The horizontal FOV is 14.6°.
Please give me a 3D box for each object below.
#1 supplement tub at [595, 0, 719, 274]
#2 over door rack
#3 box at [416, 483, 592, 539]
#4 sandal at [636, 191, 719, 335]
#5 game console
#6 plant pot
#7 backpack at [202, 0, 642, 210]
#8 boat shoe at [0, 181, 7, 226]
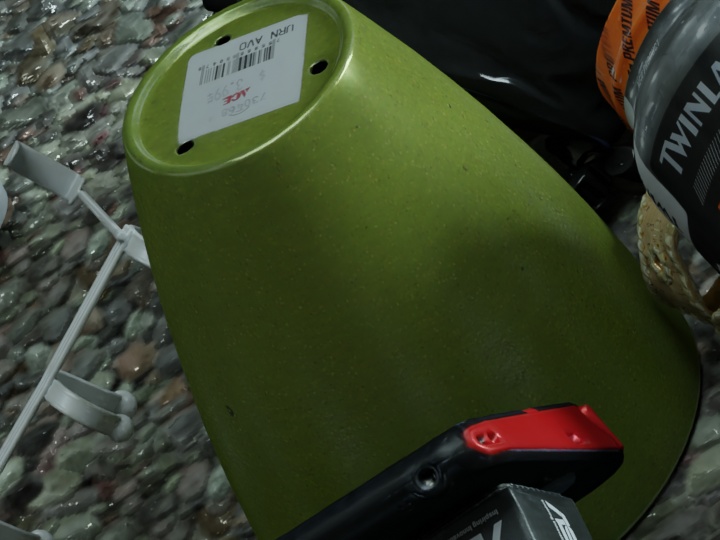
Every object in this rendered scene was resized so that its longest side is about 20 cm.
[{"bbox_3d":[0.173,-0.028,0.916,0.122,0.123,0.200,-38,58,-6],"label":"supplement tub"},{"bbox_3d":[-0.130,0.038,1.178,0.148,0.067,0.200,-60,26,1],"label":"over door rack"},{"bbox_3d":[0.015,0.195,0.829,0.200,0.047,0.193,-36,65,21],"label":"box"},{"bbox_3d":[0.134,-0.016,1.041,0.070,0.077,0.212,-53,39,38],"label":"sandal"},{"bbox_3d":[-0.016,0.104,0.899,0.200,0.031,0.177,-34,-9,15],"label":"game console"},{"bbox_3d":[0.000,0.000,1.036,0.187,0.200,0.187,-21,38,18],"label":"plant pot"},{"bbox_3d":[0.027,-0.135,1.176,0.154,0.200,0.190,-65,20,3],"label":"backpack"},{"bbox_3d":[-0.260,0.006,1.338,0.200,0.070,0.071,-37,36,-4],"label":"boat shoe"}]
